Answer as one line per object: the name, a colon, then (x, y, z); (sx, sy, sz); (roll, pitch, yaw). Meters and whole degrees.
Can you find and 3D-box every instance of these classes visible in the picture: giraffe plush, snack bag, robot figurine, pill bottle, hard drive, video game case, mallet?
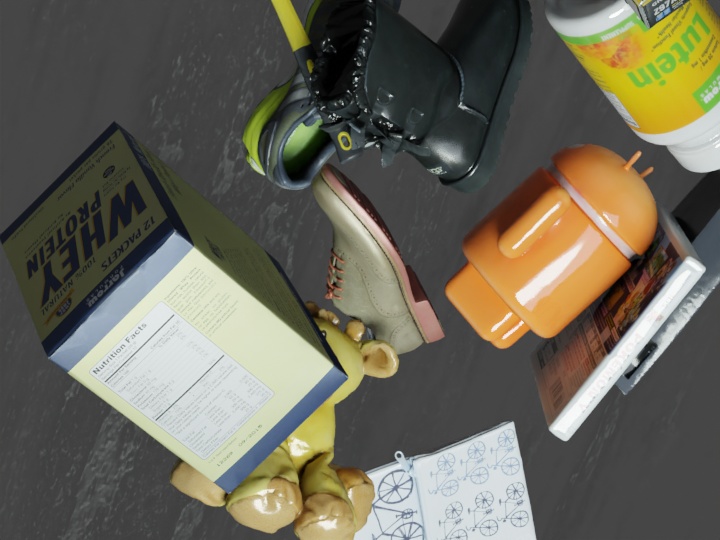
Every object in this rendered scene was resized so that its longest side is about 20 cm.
giraffe plush: (-0.050, 0.114, 1.784); (0.172, 0.200, 0.162); (20, 101, -9)
snack bag: (0.062, 0.240, 1.980); (0.200, 0.021, 0.189); (-18, 122, -10)
robot figurine: (0.165, -0.025, 1.818); (0.200, 0.117, 0.144); (-43, 120, 7)
pill bottle: (0.245, -0.173, 1.767); (0.111, 0.111, 0.200); (-40, 123, 4)
hard drive: (0.268, 0.004, 1.865); (0.042, 0.135, 0.200); (36, 100, -9)
video game case: (0.212, 0.039, 1.823); (0.023, 0.200, 0.182); (36, 102, -9)
mallet: (-0.038, -0.180, 1.651); (0.066, 0.041, 0.200); (-32, 92, -4)

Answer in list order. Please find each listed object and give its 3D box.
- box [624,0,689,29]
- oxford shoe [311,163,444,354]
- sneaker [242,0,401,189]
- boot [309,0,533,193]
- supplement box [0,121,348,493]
box: (0.253, -0.305, 1.665); (0.200, 0.160, 0.049); (-35, 154, 1)
oxford shoe: (0.000, 0.000, 1.797); (0.075, 0.070, 0.200); (-29, 122, 3)
sneaker: (-0.020, -0.147, 1.701); (0.074, 0.081, 0.200); (17, 110, -28)
boot: (0.046, -0.168, 1.662); (0.162, 0.073, 0.199); (29, 64, -36)
supplement box: (-0.147, 0.027, 1.678); (0.134, 0.200, 0.200); (-44, 124, 6)
